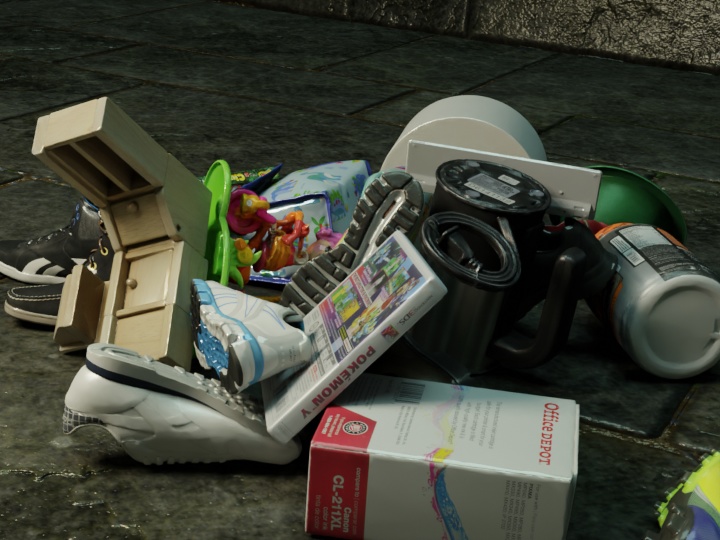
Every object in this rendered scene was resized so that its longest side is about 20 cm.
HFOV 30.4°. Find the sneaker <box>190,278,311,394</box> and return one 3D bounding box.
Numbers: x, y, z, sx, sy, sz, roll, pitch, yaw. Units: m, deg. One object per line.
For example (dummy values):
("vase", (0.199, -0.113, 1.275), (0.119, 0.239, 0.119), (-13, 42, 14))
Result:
("sneaker", (-0.096, 0.054, 1.163), (0.087, 0.075, 0.200), (-10, 20, -19))

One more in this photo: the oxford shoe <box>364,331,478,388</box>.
("oxford shoe", (0.016, 0.094, 1.240), (0.084, 0.073, 0.200), (-20, 26, -32))

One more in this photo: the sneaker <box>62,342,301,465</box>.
("sneaker", (-0.148, 0.129, 1.112), (0.200, 0.081, 0.076), (22, 1, -9))

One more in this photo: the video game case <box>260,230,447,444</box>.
("video game case", (-0.013, 0.051, 1.138), (0.023, 0.182, 0.200), (46, 4, -13))

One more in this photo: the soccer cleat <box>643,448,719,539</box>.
("soccer cleat", (0.272, 0.202, 1.027), (0.084, 0.065, 0.200), (40, 24, 9))

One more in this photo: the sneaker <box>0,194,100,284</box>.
("sneaker", (-0.326, -0.041, 1.484), (0.200, 0.112, 0.073), (12, 20, 21))

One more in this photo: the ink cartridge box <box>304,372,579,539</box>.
("ink cartridge box", (0.069, 0.155, 1.053), (0.200, 0.083, 0.146), (7, 19, 8))

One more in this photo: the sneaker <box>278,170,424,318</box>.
("sneaker", (0.000, 0.000, 1.282), (0.078, 0.200, 0.090), (41, 1, 13))

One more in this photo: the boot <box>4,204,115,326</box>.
("boot", (-0.269, -0.021, 1.380), (0.200, 0.151, 0.073), (-1, 19, -11))

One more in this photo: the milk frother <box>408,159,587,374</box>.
("milk frother", (0.098, 0.015, 1.287), (0.200, 0.188, 0.180), (-11, 35, -39))

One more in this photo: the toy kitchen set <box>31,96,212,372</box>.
("toy kitchen set", (-0.261, -0.014, 1.236), (0.163, 0.180, 0.200), (-13, 56, 25))

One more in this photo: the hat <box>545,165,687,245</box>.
("hat", (0.274, -0.012, 1.566), (0.200, 0.166, 0.176), (32, 51, -6))

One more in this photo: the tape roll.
("tape roll", (0.128, -0.105, 1.631), (0.203, 0.203, 0.139), (7, 20, 9))

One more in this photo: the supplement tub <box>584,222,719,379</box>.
("supplement tub", (0.310, 0.024, 1.418), (0.122, 0.123, 0.200), (1, 19, -9))

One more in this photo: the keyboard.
("keyboard", (0.144, -0.093, 1.356), (0.200, 0.056, 0.011), (10, 26, 10))

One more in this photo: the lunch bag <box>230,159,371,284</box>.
("lunch bag", (-0.093, -0.056, 1.579), (0.200, 0.128, 0.170), (-10, 13, 22))

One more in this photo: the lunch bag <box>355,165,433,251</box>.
("lunch bag", (0.052, -0.033, 1.483), (0.077, 0.161, 0.200), (18, 17, 22))

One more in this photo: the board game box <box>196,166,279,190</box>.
("board game box", (-0.204, -0.079, 1.649), (0.200, 0.105, 0.023), (-12, 64, -37))

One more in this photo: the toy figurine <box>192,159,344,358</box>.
("toy figurine", (-0.076, 0.002, 1.352), (0.184, 0.200, 0.150), (10, -6, -24))

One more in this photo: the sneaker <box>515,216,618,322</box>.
("sneaker", (0.170, -0.001, 1.413), (0.200, 0.091, 0.076), (-25, 26, 29))
